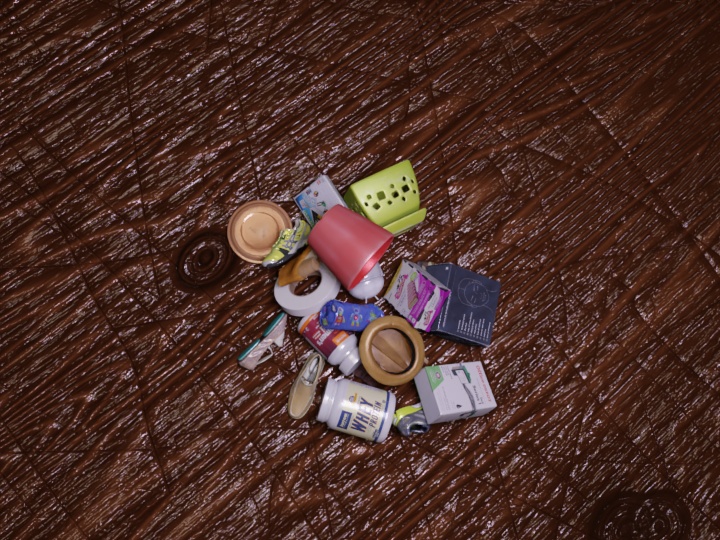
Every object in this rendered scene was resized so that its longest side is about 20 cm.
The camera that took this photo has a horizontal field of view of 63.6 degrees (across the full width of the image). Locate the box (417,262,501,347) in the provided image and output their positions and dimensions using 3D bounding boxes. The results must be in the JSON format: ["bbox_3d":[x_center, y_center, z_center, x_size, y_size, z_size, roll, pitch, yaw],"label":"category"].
[{"bbox_3d":[0.286,0.103,1.709,0.196,0.124,0.201,20,77,-28],"label":"box"}]

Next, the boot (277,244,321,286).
[{"bbox_3d":[-0.165,-0.038,1.704,0.144,0.201,0.071,-21,117,30],"label":"boot"}]

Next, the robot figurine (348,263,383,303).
[{"bbox_3d":[0.000,0.000,1.736,0.169,0.113,0.201,-15,82,-44],"label":"robot figurine"}]

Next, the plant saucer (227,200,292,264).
[{"bbox_3d":[-0.306,-0.119,1.774,0.200,0.032,0.201,1,79,-5],"label":"plant saucer"}]

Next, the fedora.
[{"bbox_3d":[0.083,0.226,1.646,0.200,0.082,0.201,1,86,-14],"label":"fedora"}]

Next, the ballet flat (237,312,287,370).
[{"bbox_3d":[-0.271,0.212,1.707,0.200,0.068,0.067,-46,106,-6],"label":"ballet flat"}]

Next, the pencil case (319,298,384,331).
[{"bbox_3d":[-0.023,0.129,1.649,0.200,0.078,0.087,9,84,-40],"label":"pencil case"}]

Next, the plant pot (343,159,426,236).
[{"bbox_3d":[0.078,-0.191,1.743,0.200,0.199,0.182,-25,89,-10],"label":"plant pot"}]

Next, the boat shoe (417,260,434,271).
[{"bbox_3d":[0.179,0.068,1.771,0.065,0.073,0.201,12,77,17],"label":"boat shoe"}]

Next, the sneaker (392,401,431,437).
[{"bbox_3d":[0.187,0.424,1.675,0.199,0.074,0.081,-18,48,-21],"label":"sneaker"}]

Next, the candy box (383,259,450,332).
[{"bbox_3d":[0.159,0.069,1.675,0.061,0.200,0.137,20,102,-30],"label":"candy box"}]

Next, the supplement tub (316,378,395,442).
[{"bbox_3d":[-0.013,0.392,1.649,0.199,0.145,0.145,17,79,-2],"label":"supplement tub"}]

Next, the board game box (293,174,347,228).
[{"bbox_3d":[-0.101,-0.174,1.774,0.126,0.035,0.200,-34,84,19],"label":"board game box"}]

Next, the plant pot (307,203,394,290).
[{"bbox_3d":[-0.036,-0.074,1.596,0.177,0.200,0.201,40,79,6],"label":"plant pot"}]

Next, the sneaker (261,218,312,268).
[{"bbox_3d":[-0.225,-0.079,1.730,0.200,0.075,0.077,-44,112,-33],"label":"sneaker"}]

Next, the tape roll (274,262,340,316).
[{"bbox_3d":[-0.155,0.042,1.700,0.202,0.037,0.203,-12,48,14],"label":"tape roll"}]

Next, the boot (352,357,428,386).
[{"bbox_3d":[0.082,0.276,1.731,0.200,0.072,0.167,32,90,0],"label":"boot"}]

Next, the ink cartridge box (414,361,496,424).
[{"bbox_3d":[0.271,0.346,1.664,0.199,0.084,0.146,-2,59,-27],"label":"ink cartridge box"}]

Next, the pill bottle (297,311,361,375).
[{"bbox_3d":[-0.079,0.202,1.681,0.200,0.110,0.110,43,79,14],"label":"pill bottle"}]

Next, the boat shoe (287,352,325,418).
[{"bbox_3d":[-0.160,0.331,1.681,0.071,0.076,0.201,18,79,-2],"label":"boat shoe"}]
